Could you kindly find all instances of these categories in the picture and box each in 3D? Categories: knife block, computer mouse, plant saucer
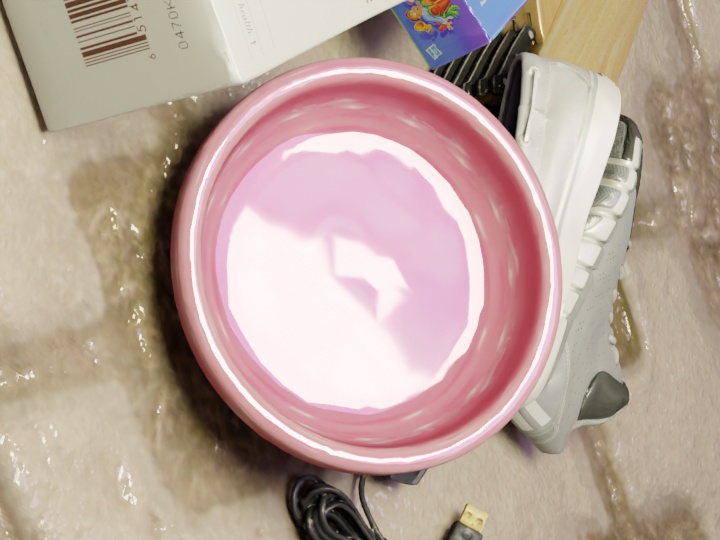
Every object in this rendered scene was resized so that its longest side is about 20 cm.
[{"bbox_3d":[0.105,-0.101,1.380,0.199,0.064,0.177,-2,85,-55],"label":"knife block"},{"bbox_3d":[0.041,0.082,1.263,0.141,0.046,0.201,48,47,-36],"label":"computer mouse"},{"bbox_3d":[0.000,0.000,1.163,0.199,0.051,0.202,4,78,-21],"label":"plant saucer"}]

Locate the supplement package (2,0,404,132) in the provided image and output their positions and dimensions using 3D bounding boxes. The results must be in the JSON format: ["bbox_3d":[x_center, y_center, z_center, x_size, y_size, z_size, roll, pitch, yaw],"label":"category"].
[{"bbox_3d":[-0.063,-0.155,1.111,0.200,0.117,0.118,-34,108,-52],"label":"supplement package"}]

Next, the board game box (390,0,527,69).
[{"bbox_3d":[0.061,-0.216,1.274,0.135,0.045,0.200,55,45,-14],"label":"board game box"}]

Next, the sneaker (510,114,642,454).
[{"bbox_3d":[0.126,0.016,1.386,0.116,0.075,0.201,51,55,-41],"label":"sneaker"}]

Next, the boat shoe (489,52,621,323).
[{"bbox_3d":[0.077,-0.020,1.245,0.068,0.072,0.201,22,78,-10],"label":"boat shoe"}]
